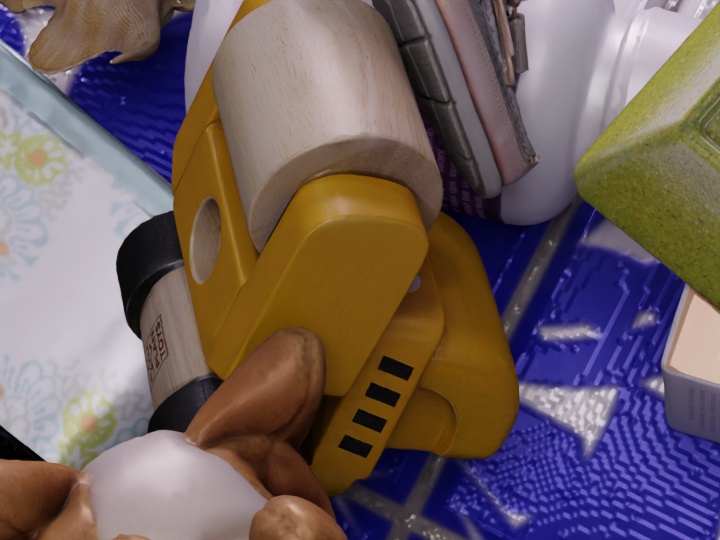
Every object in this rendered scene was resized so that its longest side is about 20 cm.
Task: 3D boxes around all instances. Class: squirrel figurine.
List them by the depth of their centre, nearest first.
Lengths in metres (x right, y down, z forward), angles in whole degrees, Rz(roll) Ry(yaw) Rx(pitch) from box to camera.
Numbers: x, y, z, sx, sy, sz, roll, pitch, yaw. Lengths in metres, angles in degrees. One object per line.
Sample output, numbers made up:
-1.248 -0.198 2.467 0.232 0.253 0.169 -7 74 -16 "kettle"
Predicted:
-0.040 0.157 0.794 0.141 0.201 0.187 -17 48 -28 "squirrel figurine"

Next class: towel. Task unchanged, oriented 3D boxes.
-0.159 0.007 1.017 0.200 0.048 0.171 39 86 16 "towel"

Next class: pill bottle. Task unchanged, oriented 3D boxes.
0.037 -0.081 0.978 0.199 0.112 0.113 13 77 12 "pill bottle"

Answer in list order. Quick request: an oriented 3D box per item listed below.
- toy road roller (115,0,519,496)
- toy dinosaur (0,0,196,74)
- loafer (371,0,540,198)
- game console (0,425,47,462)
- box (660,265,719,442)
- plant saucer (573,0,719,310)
0.000 0.000 0.905 0.145 0.200 0.123 6 45 -23 "toy road roller"
-0.096 -0.114 1.008 0.101 0.058 0.200 -41 31 -10 "toy dinosaur"
0.028 -0.126 0.877 0.063 0.072 0.201 -27 102 -7 "loafer"
-0.137 0.170 0.884 0.119 0.200 0.172 42 84 20 "game console"
0.233 0.008 0.928 0.199 0.106 0.153 15 77 12 "box"
0.211 -0.052 0.867 0.200 0.048 0.200 40 84 17 "plant saucer"
